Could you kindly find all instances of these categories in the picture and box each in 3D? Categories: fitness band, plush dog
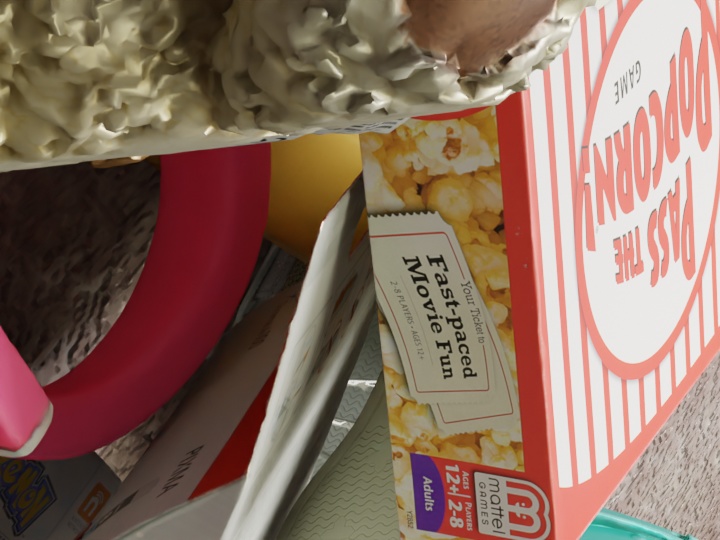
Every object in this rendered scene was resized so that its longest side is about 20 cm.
[{"bbox_3d":[-0.082,-0.041,0.652,0.144,0.037,0.200,-58,141,-32],"label":"fitness band"},{"bbox_3d":[-0.060,-0.108,0.527,0.160,0.200,0.172,-171,-105,-86],"label":"plush dog"}]

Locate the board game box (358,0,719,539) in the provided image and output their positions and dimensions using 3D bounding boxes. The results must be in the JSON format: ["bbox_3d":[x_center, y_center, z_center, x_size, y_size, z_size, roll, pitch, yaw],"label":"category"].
[{"bbox_3d":[0.051,-0.051,0.656,0.152,0.046,0.200,-45,135,-52],"label":"board game box"}]

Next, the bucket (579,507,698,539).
[{"bbox_3d":[0.051,0.177,1.068,0.207,0.135,0.207,-41,149,-32],"label":"bucket"}]

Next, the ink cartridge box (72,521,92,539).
[{"bbox_3d":[-0.133,0.178,0.697,0.200,0.057,0.163,-49,180,20],"label":"ink cartridge box"}]

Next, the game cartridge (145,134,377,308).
[{"bbox_3d":[0.025,-0.080,0.788,0.200,0.032,0.176,33,90,-37],"label":"game cartridge"}]

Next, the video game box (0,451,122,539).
[{"bbox_3d":[-0.164,0.084,0.710,0.182,0.047,0.200,-54,153,-12],"label":"video game box"}]

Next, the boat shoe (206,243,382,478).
[{"bbox_3d":[-0.001,-0.001,0.871,0.074,0.065,0.202,15,106,-38],"label":"boat shoe"}]

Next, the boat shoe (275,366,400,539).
[{"bbox_3d":[0.030,0.063,0.746,0.068,0.072,0.200,52,50,-33],"label":"boat shoe"}]

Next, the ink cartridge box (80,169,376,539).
[{"bbox_3d":[-0.037,0.039,0.706,0.160,0.047,0.200,-56,167,-64],"label":"ink cartridge box"}]
